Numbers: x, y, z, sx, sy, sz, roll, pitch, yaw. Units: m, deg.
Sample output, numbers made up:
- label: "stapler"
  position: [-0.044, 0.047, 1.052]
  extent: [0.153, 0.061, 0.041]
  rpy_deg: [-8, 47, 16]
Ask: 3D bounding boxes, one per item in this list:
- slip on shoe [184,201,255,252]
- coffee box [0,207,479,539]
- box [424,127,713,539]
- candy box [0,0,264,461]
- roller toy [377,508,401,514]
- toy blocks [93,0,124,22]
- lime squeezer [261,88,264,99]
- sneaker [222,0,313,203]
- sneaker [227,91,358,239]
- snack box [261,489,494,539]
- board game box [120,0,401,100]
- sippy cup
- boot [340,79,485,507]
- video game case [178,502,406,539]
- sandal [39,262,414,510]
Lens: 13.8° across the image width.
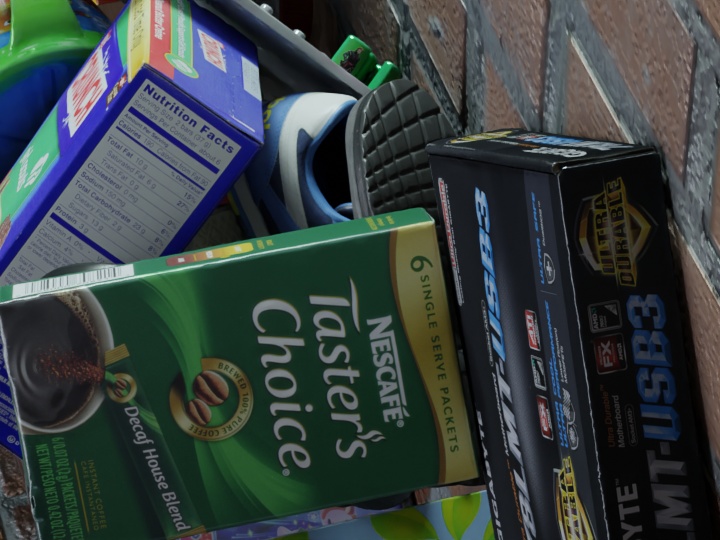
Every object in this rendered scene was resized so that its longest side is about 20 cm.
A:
- label: "slip on shoe"
  position: [-0.054, -0.008, 1.576]
  extent: [0.200, 0.061, 0.074]
  rpy_deg: [-17, -93, -58]
- label: "coffee box"
  position: [-0.054, 0.050, 1.320]
  extent: [0.044, 0.199, 0.124]
  rpy_deg: [-127, 28, -81]
- label: "box"
  position: [0.086, 0.044, 1.232]
  extent: [0.198, 0.049, 0.201]
  rpy_deg: [-159, 59, -75]
- label: "candy box"
  position: [-0.133, -0.031, 1.470]
  extent: [0.200, 0.077, 0.169]
  rpy_deg: [-52, 14, 14]
- label: "roller toy"
  position: [0.010, 0.221, 1.519]
  extent: [0.200, 0.139, 0.183]
  rpy_deg: [147, 104, -86]
- label: "toy blocks"
  position: [-0.133, -0.160, 1.836]
  extent: [0.100, 0.136, 0.201]
  rpy_deg: [-115, 17, -53]
- label: "lime squeezer"
  position: [-0.072, -0.088, 1.640]
  extent: [0.200, 0.070, 0.038]
  rpy_deg: [7, 82, 52]
- label: "sneaker"
  position: [-0.066, -0.126, 1.761]
  extent: [0.116, 0.078, 0.201]
  rpy_deg: [-103, 21, -51]
- label: "sneaker"
  position: [0.000, 0.000, 1.509]
  extent: [0.082, 0.074, 0.201]
  rpy_deg: [-18, 103, 43]
- label: "snack box"
  position: [0.003, 0.201, 1.391]
  extent: [0.068, 0.199, 0.169]
  rpy_deg: [131, 127, -75]
- label: "board game box"
  position: [-0.084, -0.146, 1.573]
  extent: [0.200, 0.026, 0.200]
  rpy_deg: [36, 171, -13]
- label: "sippy cup"
  position: [-0.174, -0.093, 1.620]
  extent: [0.178, 0.139, 0.130]
  rpy_deg: [-58, 32, 20]
- label: "boot"
  position: [-0.003, 0.015, 1.436]
  extent: [0.131, 0.070, 0.201]
  rpy_deg: [-9, 91, 49]
- label: "video game case"
  position: [-0.062, 0.082, 1.679]
  extent: [0.018, 0.143, 0.201]
  rpy_deg: [-77, -29, -79]
- label: "sandal"
  position: [-0.063, 0.058, 1.370]
  extent: [0.075, 0.200, 0.048]
  rpy_deg: [-56, 9, 48]
